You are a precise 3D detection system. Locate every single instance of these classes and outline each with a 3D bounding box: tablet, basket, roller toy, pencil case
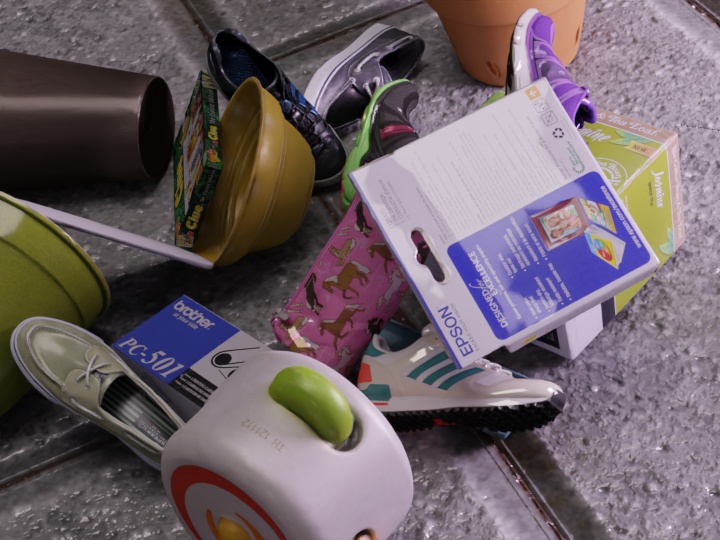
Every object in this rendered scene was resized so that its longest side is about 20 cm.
[{"bbox_3d":[-0.249,-0.037,1.687,0.198,0.014,0.130,17,0,-20],"label":"tablet"},{"bbox_3d":[-0.315,-0.162,1.894,0.197,0.137,0.182,3,48,14],"label":"basket"},{"bbox_3d":[-0.062,0.174,1.378,0.181,0.201,0.140,0,36,49],"label":"roller toy"},{"bbox_3d":[0.000,0.000,1.540,0.083,0.086,0.201,42,105,34],"label":"pencil case"}]

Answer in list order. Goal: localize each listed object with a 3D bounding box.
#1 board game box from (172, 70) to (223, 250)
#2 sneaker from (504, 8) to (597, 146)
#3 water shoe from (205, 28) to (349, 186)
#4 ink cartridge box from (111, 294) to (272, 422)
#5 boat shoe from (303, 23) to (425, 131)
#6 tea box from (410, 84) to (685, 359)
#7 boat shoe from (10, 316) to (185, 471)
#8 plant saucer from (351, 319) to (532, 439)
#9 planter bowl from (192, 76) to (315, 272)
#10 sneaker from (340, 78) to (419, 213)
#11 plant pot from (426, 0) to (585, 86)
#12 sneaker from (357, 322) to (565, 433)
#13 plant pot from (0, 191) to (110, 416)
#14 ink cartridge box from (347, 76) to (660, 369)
[{"bbox_3d":[-0.173,-0.119,1.810,0.023,0.106,0.201,13,30,-15],"label":"board game box"},{"bbox_3d":[0.176,-0.161,1.594,0.082,0.081,0.202,2,49,-2],"label":"sneaker"},{"bbox_3d":[-0.091,-0.167,1.798,0.200,0.079,0.072,44,82,4],"label":"water shoe"},{"bbox_3d":[-0.134,0.100,1.594,0.094,0.045,0.199,-36,44,-27],"label":"ink cartridge box"},{"bbox_3d":[0.005,-0.204,1.900,0.067,0.072,0.200,16,43,29],"label":"boat shoe"},{"bbox_3d":[0.169,-0.052,1.616,0.199,0.135,0.197,22,50,36],"label":"tea box"},{"bbox_3d":[-0.226,0.102,1.531,0.199,0.062,0.072,34,68,5],"label":"boat shoe"},{"bbox_3d":[0.070,0.097,1.559,0.199,0.019,0.070,23,51,35],"label":"plant saucer"},{"bbox_3d":[-0.099,-0.087,1.737,0.083,0.202,0.201,14,34,-19],"label":"planter bowl"},{"bbox_3d":[0.034,-0.122,1.800,0.083,0.077,0.201,13,47,5],"label":"sneaker"},{"bbox_3d":[0.167,-0.300,1.907,0.197,0.141,0.201,-7,39,6],"label":"plant pot"},{"bbox_3d":[0.083,0.087,1.485,0.198,0.070,0.095,-4,68,30],"label":"sneaker"},{"bbox_3d":[-0.370,0.055,1.619,0.198,0.201,0.194,14,57,29],"label":"plant pot"},{"bbox_3d":[0.119,-0.038,1.457,0.198,0.047,0.199,-27,73,-9],"label":"ink cartridge box"}]
